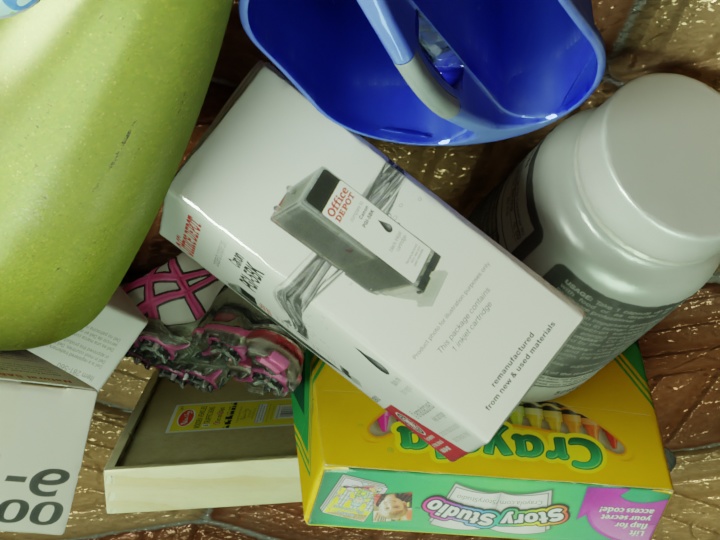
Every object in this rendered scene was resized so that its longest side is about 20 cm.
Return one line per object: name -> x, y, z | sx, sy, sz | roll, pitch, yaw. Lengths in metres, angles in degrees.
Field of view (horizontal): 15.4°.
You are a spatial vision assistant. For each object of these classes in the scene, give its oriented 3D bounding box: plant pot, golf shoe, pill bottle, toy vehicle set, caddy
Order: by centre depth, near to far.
plant pot -> -0.141, -0.096, 1.194 | 0.187, 0.187, 0.200 | 16, 137, -31
caddy -> 0.029, -0.123, 1.200 | 0.141, 0.105, 0.200 | -12, 152, 22
pill bottle -> 0.124, -0.017, 1.411 | 0.114, 0.114, 0.200 | 10, 152, -22
golf shoe -> -0.079, 0.019, 1.515 | 0.073, 0.092, 0.200 | 39, 159, -31
toy vehicle set -> -0.076, 0.096, 1.590 | 0.124, 0.027, 0.200 | -4, -166, 5

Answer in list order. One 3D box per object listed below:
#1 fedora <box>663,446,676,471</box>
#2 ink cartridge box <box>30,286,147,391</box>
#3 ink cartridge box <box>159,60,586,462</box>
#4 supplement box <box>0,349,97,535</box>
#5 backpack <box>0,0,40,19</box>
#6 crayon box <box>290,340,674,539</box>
fedora -> 0.105, 0.089, 1.649 | 0.177, 0.090, 0.200 | -7, 162, 15
ink cartridge box -> -0.239, 0.065, 1.477 | 0.146, 0.084, 0.200 | 27, 104, -44
ink cartridge box -> 0.000, 0.000, 1.327 | 0.200, 0.083, 0.147 | 38, 170, 1
supplement box -> -0.229, 0.056, 1.236 | 0.126, 0.074, 0.200 | 8, -171, -37
backpack -> -0.204, -0.177, 1.005 | 0.200, 0.178, 0.151 | -6, 149, 17
crayon box -> 0.063, 0.070, 1.508 | 0.200, 0.173, 0.058 | 5, 132, -13
